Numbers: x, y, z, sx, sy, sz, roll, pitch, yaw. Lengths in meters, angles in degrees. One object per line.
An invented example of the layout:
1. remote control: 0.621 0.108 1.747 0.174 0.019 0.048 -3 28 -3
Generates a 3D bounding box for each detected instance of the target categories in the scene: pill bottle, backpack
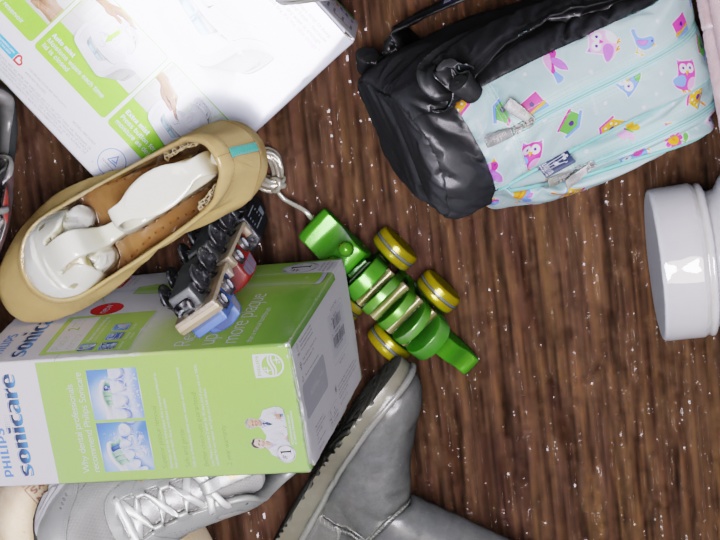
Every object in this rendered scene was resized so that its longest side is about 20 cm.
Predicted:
1. pill bottle: 0.280 -0.015 1.452 0.199 0.114 0.114 -7 104 1
2. backpack: 0.113 -0.110 1.418 0.199 0.167 0.127 -23 112 -9

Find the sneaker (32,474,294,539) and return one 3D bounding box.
1. sneaker: -0.111 0.131 1.445 0.092 0.200 0.076 -10 106 49

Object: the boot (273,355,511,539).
1. boot: 0.062 0.167 1.514 0.200 0.073 0.182 30 122 0

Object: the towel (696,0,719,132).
1. towel: 0.300 -0.113 1.392 0.199 0.032 0.192 4 61 -18

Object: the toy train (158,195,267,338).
1. toy train: -0.084 -0.007 1.409 0.034 0.200 0.046 -33 104 17

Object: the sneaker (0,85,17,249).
1. sneaker: -0.249 -0.025 1.423 0.077 0.082 0.201 12 73 -24

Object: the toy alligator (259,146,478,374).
1. toy alligator: 0.000 0.000 1.485 0.200 0.054 0.059 44 100 -10

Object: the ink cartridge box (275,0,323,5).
1. ink cartridge box: 0.024 -0.254 1.360 0.200 0.083 0.146 -28 106 -28

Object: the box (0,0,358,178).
1. box: -0.131 -0.160 1.424 0.176 0.097 0.200 -43 100 9

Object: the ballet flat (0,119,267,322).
1. ballet flat: -0.146 -0.030 1.378 0.200 0.063 0.069 -33 85 20

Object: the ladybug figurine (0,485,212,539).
1. ladybug figurine: -0.168 0.189 1.509 0.136 0.072 0.200 -43 112 -21

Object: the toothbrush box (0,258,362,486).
1. toothbrush box: -0.114 0.061 1.431 0.199 0.146 0.086 -5 109 16
